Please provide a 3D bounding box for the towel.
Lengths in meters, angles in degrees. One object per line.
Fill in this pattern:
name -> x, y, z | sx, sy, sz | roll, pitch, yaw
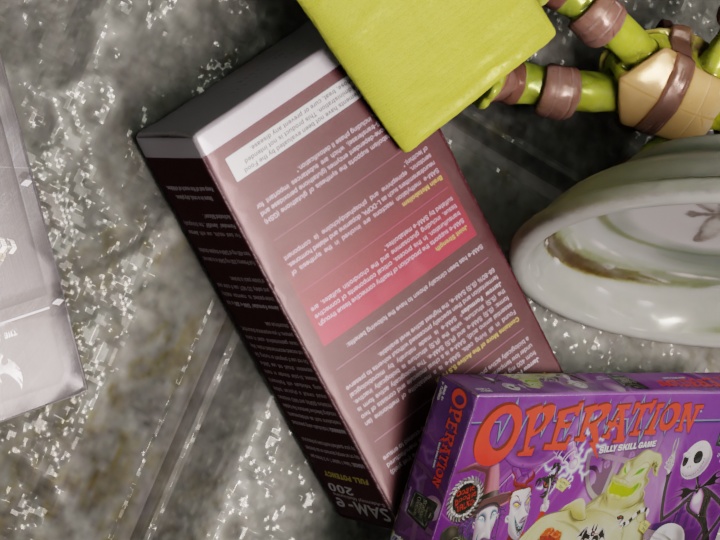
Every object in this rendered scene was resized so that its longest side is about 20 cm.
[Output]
towel -> 0.000, -0.144, 1.101 | 0.086, 0.018, 0.200 | -37, 123, -1

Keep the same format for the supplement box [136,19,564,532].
supplement box -> 0.000, 0.000, 1.180 | 0.109, 0.061, 0.200 | -35, 108, -24

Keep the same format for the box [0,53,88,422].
box -> -0.219, 0.002, 1.060 | 0.199, 0.048, 0.159 | -20, 103, -28

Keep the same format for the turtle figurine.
turtle figurine -> 0.136, -0.094, 1.236 | 0.161, 0.064, 0.200 | 22, 120, -24

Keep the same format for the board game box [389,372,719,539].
board game box -> 0.095, 0.104, 1.214 | 0.200, 0.032, 0.120 | 1, 107, -44

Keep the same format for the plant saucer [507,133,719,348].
plant saucer -> 0.165, -0.018, 1.193 | 0.200, 0.200, 0.050 | 16, 68, -30
